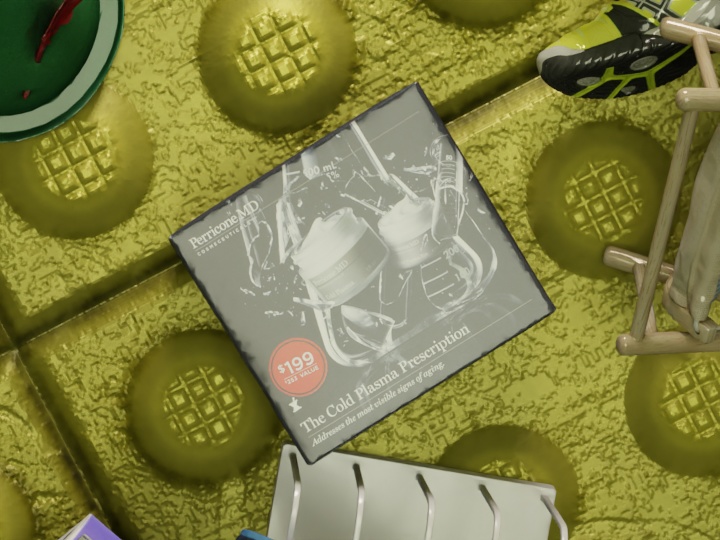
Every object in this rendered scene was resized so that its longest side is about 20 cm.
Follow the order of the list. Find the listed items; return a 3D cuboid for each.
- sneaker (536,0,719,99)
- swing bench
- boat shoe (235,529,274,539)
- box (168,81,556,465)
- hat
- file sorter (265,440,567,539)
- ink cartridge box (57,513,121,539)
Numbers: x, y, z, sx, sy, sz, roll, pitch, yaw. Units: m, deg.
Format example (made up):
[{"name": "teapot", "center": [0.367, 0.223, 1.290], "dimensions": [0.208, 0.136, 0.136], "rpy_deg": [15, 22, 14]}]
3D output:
[{"name": "sneaker", "center": [0.213, -0.180, 1.628], "dimensions": [0.199, 0.075, 0.077], "rpy_deg": [-21, 72, 0]}, {"name": "swing bench", "center": [0.282, -0.044, 1.577], "dimensions": [0.199, 0.130, 0.200], "rpy_deg": [8, 121, -4]}, {"name": "boat shoe", "center": [-0.008, 0.244, 1.528], "dimensions": [0.200, 0.084, 0.069], "rpy_deg": [36, 82, -3]}, {"name": "box", "center": [0.000, 0.000, 1.607], "dimensions": [0.199, 0.104, 0.183], "rpy_deg": [-32, 92, 1]}, {"name": "hat", "center": [-0.235, -0.175, 1.539], "dimensions": [0.165, 0.176, 0.201], "rpy_deg": [31, 95, -6]}, {"name": "file sorter", "center": [0.033, 0.212, 1.632], "dimensions": [0.199, 0.125, 0.140], "rpy_deg": [10, 96, -4]}, {"name": "ink cartridge box", "center": [-0.136, 0.252, 1.600], "dimensions": [0.198, 0.200, 0.043], "rpy_deg": [41, 59, -7]}]
